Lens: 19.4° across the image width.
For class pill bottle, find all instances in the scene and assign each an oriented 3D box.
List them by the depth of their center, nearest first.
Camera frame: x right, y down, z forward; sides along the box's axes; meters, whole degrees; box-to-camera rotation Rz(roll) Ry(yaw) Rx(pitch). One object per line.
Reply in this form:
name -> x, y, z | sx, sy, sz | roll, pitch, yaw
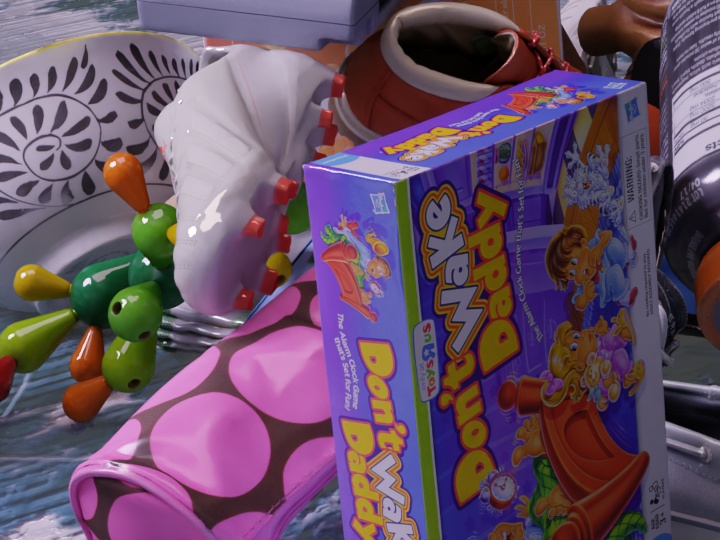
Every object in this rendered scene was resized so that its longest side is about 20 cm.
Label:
pill bottle -> 0.199, -0.052, 1.034 | 0.105, 0.107, 0.201 | -3, 48, 12

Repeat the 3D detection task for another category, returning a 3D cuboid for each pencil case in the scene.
pencil case -> -0.024, 0.058, 0.872 | 0.093, 0.091, 0.200 | 29, 51, 25

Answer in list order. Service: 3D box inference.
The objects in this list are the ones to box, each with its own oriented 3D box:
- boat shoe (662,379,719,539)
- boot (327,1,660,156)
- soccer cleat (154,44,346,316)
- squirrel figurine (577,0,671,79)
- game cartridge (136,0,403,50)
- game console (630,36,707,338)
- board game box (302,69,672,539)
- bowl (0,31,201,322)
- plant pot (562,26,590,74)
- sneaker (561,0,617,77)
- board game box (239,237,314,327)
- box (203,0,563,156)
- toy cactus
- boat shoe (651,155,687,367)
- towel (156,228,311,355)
boat shoe -> 0.181, 0.078, 0.816 | 0.199, 0.072, 0.070 | 5, 22, 31
boot -> 0.089, -0.081, 1.079 | 0.198, 0.076, 0.107 | 13, -21, -10
soccer cleat -> -0.062, -0.043, 0.943 | 0.077, 0.070, 0.200 | 13, 32, 5
squirrel figurine -> 0.220, -0.165, 1.342 | 0.140, 0.189, 0.200 | -13, 19, -21
game cartridge -> -0.031, -0.167, 1.083 | 0.132, 0.041, 0.200 | 5, 28, 19
game console -> 0.195, -0.047, 1.128 | 0.199, 0.178, 0.116 | 10, -4, 39
board game box -> 0.051, 0.043, 0.760 | 0.045, 0.202, 0.134 | 13, 27, 43
bowl -> -0.156, -0.034, 1.176 | 0.199, 0.201, 0.095 | -17, 65, -29
plant pot -> 0.027, -0.165, 1.315 | 0.185, 0.201, 0.187 | -22, 22, 9
sneaker -> 0.130, -0.151, 1.517 | 0.098, 0.079, 0.200 | -5, 17, 15
board game box -> 0.028, 0.021, 1.025 | 0.150, 0.037, 0.200 | 5, 34, 27
box -> 0.016, -0.114, 1.199 | 0.198, 0.126, 0.098 | -5, 9, 5
toy cactus -> -0.102, -0.011, 1.068 | 0.200, 0.102, 0.165 | -39, 8, 26
boat shoe -> 0.110, 0.023, 0.929 | 0.067, 0.072, 0.201 | 0, 43, 13
towel -> 0.000, 0.000, 1.129 | 0.198, 0.031, 0.149 | 3, 34, 28
